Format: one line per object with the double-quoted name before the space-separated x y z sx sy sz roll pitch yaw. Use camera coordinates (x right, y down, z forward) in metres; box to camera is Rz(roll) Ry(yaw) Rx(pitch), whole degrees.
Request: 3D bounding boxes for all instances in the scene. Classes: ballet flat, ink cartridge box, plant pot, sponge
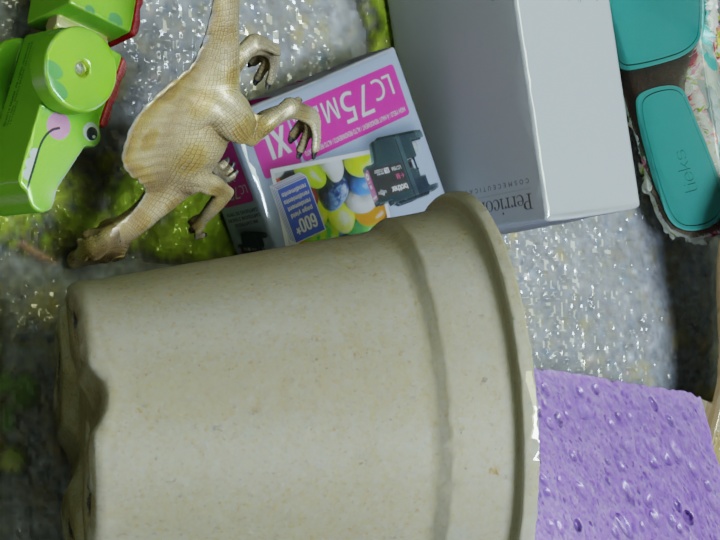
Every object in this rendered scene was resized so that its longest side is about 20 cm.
"ballet flat" 0.180 -0.115 1.309 0.064 0.075 0.202 -21 104 -71
"ink cartridge box" 0.000 0.000 1.149 0.119 0.042 0.201 -26 103 -39
"plant pot" -0.038 0.069 1.003 0.182 0.200 0.202 -3 85 -15
"sponge" 0.113 0.108 1.159 0.199 0.030 0.112 11 60 -41

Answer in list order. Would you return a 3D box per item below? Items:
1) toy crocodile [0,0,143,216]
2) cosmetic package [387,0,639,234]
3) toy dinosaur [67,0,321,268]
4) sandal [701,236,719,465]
"toy crocodile" -0.127 -0.118 1.037 0.062 0.067 0.202 25 69 -35
"cosmetic package" 0.074 -0.122 1.186 0.071 0.101 0.202 -8 88 -40
"toy dinosaur" -0.066 -0.076 1.025 0.101 0.058 0.201 -6 127 -51
"sandal" 0.238 0.035 1.283 0.077 0.069 0.213 2 102 -57
